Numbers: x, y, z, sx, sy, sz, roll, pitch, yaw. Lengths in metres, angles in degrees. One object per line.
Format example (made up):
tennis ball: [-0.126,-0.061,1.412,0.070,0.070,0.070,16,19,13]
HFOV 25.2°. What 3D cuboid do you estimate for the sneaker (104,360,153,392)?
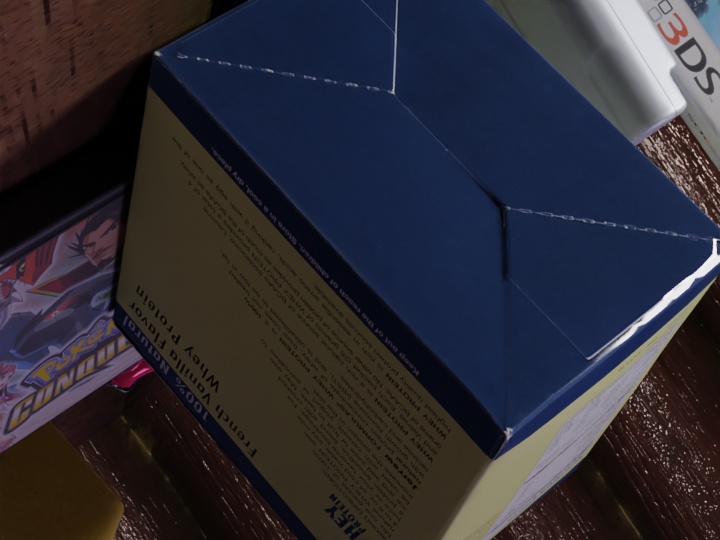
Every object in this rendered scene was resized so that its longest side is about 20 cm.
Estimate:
sneaker: [-0.160,0.042,1.054,0.080,0.075,0.200,-35,179,0]

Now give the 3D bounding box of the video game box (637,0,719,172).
video game box: [0.200,-0.162,0.718,0.199,0.183,0.047,-36,178,2]

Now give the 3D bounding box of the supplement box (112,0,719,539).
supplement box: [0.013,0.008,0.682,0.134,0.200,0.200,-33,161,-29]

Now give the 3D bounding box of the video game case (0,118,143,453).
video game case: [-0.138,0.015,0.740,0.199,0.026,0.181,-34,160,-28]

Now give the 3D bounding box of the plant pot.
plant pot: [-0.273,0.189,1.106,0.200,0.196,0.194,-41,180,-18]

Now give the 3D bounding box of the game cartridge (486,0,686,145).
game cartridge: [0.062,-0.091,0.762,0.041,0.134,0.200,-34,177,-28]
